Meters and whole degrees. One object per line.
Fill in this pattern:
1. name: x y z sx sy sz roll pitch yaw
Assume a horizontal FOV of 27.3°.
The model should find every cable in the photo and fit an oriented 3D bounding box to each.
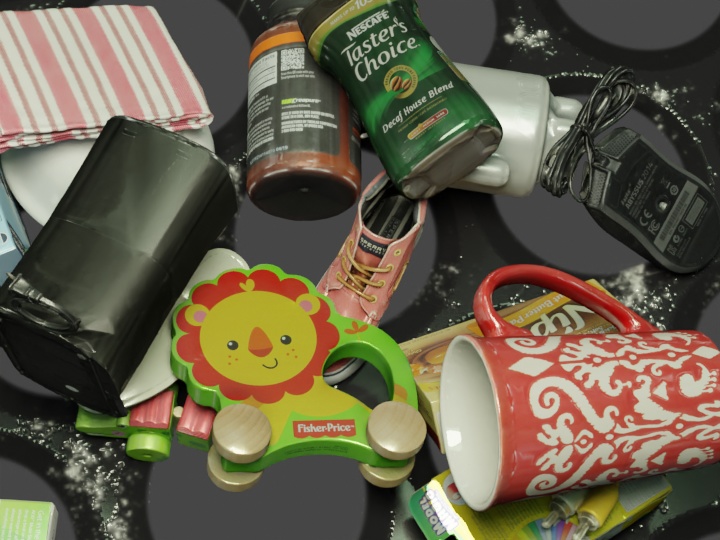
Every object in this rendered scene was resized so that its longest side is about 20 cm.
1. cable: 0.214 0.141 1.240 0.200 0.050 0.097 -30 58 -29

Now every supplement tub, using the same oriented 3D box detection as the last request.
1. supplement tub: -0.051 -0.154 1.367 0.106 0.107 0.201 1 65 -2

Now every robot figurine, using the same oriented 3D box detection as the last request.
1. robot figurine: 0.102 -0.131 1.358 0.199 0.113 0.170 8 32 1

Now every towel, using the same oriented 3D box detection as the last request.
1. towel: -0.240 -0.167 1.264 0.199 0.030 0.147 -9 55 -30

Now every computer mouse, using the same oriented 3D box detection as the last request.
1. computer mouse: 0.248 -0.076 1.339 0.200 0.053 0.139 41 75 -22

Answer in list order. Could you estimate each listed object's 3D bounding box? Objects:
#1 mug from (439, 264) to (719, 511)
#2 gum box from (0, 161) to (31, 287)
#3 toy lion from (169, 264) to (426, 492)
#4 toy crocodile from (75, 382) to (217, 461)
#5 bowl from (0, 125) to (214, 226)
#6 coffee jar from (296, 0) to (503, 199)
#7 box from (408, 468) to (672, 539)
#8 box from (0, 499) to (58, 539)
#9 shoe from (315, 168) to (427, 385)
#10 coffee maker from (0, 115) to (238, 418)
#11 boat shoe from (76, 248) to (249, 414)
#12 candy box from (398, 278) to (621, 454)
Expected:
1. mug: 0.175 0.087 1.145 0.199 0.133 0.179 -4 98 -15
2. gum box: -0.324 -0.061 1.276 0.044 0.170 0.201 -21 67 -7
3. toy lion: -0.056 0.081 1.220 0.199 0.069 0.192 1 55 -10
4. toy crocodile: -0.142 0.128 1.256 0.199 0.062 0.068 9 65 3
5. bowl: -0.211 -0.118 1.315 0.200 0.090 0.202 13 49 -16
6. coffee jar: 0.030 -0.167 1.271 0.104 0.085 0.200 -36 68 9
7. box: 0.147 0.193 1.247 0.199 0.048 0.118 -27 69 -17
8. box: -0.354 0.256 1.204 0.199 0.036 0.145 4 65 1
9. shoe: 0.000 0.000 1.305 0.071 0.091 0.201 25 66 9
10. coffee maker: -0.183 -0.012 1.146 0.134 0.192 0.201 31 65 -9
11. boat shoe: -0.171 0.060 1.267 0.073 0.062 0.200 43 57 3
12. candy box: 0.137 0.079 1.263 0.199 0.056 0.115 -17 26 -11
